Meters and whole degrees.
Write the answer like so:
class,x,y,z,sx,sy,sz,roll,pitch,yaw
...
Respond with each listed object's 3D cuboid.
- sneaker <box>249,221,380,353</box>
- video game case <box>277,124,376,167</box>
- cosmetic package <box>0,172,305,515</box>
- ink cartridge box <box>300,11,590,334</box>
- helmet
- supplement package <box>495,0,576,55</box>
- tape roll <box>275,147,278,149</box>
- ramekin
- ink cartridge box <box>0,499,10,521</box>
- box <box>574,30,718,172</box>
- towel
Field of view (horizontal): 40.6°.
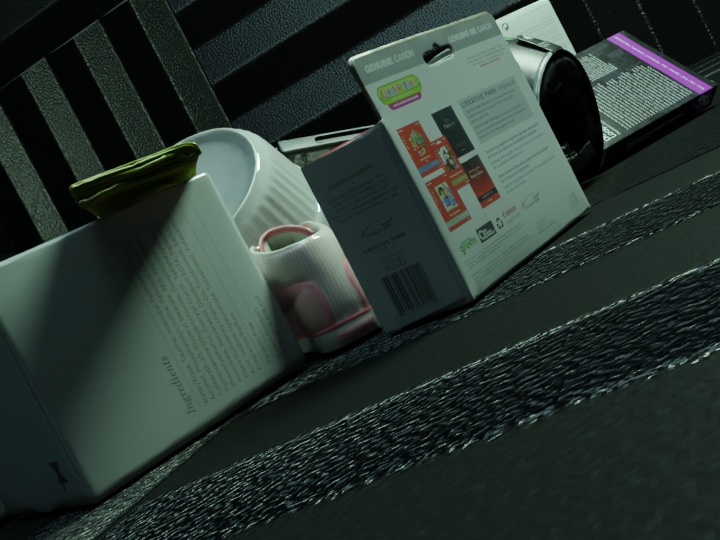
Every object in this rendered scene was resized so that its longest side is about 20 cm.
class,x,y,z,sx,sy,sz,roll,pitch,yaw
sneaker,-0.049,0.014,0.798,0.075,0.105,0.200,-31,3,-18
video game case,-0.025,-0.102,1.277,0.180,0.026,0.200,-13,-39,-19
cosmetic package,-0.186,0.055,0.720,0.200,0.167,0.167,-31,7,-40
ink cartridge box,0.060,-0.079,0.711,0.084,0.176,0.200,-24,5,41
helmet,0.127,-0.131,0.980,0.190,0.201,0.200,-3,18,37
supplement package,0.203,-0.205,1.190,0.117,0.201,0.117,-29,3,-25
tape roll,-0.075,-0.084,1.345,0.199,0.066,0.201,-16,-40,-14
ramekin,-0.138,-0.043,0.909,0.202,0.094,0.203,-18,49,22
ink cartridge box,-0.325,0.135,0.784,0.084,0.146,0.200,-27,3,25
box,0.279,-0.194,1.095,0.200,0.143,0.036,-28,-38,-25
towel,-0.156,-0.059,0.702,0.086,0.018,0.200,-22,3,-10
